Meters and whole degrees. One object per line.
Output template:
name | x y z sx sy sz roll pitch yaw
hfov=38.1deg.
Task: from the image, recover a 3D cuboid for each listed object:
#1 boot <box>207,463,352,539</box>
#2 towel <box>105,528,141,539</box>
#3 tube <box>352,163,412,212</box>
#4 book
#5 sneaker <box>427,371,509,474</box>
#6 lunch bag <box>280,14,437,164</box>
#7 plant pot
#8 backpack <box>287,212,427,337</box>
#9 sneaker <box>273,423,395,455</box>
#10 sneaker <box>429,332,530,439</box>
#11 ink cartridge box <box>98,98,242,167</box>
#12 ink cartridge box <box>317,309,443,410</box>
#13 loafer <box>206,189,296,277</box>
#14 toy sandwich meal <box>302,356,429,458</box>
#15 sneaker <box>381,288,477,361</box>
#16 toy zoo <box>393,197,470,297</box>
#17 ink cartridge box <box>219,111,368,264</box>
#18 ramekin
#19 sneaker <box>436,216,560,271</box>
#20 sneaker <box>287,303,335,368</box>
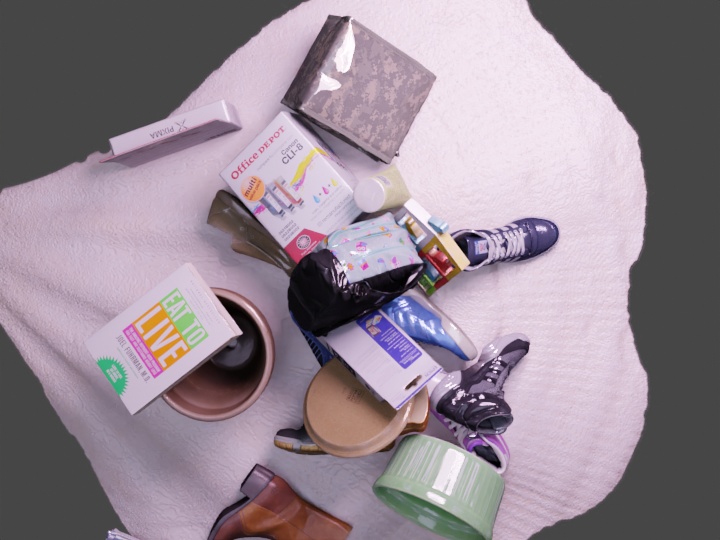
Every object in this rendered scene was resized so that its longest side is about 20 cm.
boot | -0.140 0.445 1.720 0.199 0.068 0.189 36 88 -4
towel | -0.387 0.551 1.758 0.145 0.024 0.202 20 96 2
tube | 0.042 -0.122 1.596 0.051 0.200 0.059 17 105 15
book | -0.294 0.100 1.545 0.199 0.048 0.134 -38 85 8
sneaker | 0.164 0.237 1.641 0.200 0.114 0.073 45 98 4
lunch bag | 0.005 -0.279 1.627 0.199 0.117 0.165 28 92 -27
plant pot | -0.219 0.123 1.643 0.198 0.175 0.203 0 92 6
backpack | 0.000 0.000 1.540 0.199 0.167 0.128 -21 79 -33
sneaker | -0.042 0.253 1.693 0.198 0.076 0.089 -3 76 4
sneaker | 0.210 0.184 1.611 0.199 0.076 0.114 -32 58 -23
ink cartridge box | -0.299 -0.217 1.635 0.198 0.176 0.045 -19 90 6
ink cartridge box | 0.026 0.124 1.576 0.099 0.039 0.200 -38 59 -15
loafer | -0.169 -0.047 1.685 0.200 0.076 0.068 41 97 13
toy sandwich meal | 0.009 0.206 1.608 0.203 0.070 0.207 -11 54 16
sneaker | 0.084 0.100 1.660 0.200 0.077 0.111 41 95 3
toy zoo | 0.097 -0.036 1.597 0.020 0.200 0.131 -41 88 -20
ink cartridge box | -0.094 -0.127 1.632 0.145 0.145 0.200 -43 87 10
ramekin | 0.126 0.336 1.607 0.198 0.200 0.098 26 68 4
sneaker | 0.216 -0.041 1.624 0.198 0.108 0.071 -9 92 6
sneaker | -0.052 0.109 1.684 0.070 0.078 0.201 -28 111 4
